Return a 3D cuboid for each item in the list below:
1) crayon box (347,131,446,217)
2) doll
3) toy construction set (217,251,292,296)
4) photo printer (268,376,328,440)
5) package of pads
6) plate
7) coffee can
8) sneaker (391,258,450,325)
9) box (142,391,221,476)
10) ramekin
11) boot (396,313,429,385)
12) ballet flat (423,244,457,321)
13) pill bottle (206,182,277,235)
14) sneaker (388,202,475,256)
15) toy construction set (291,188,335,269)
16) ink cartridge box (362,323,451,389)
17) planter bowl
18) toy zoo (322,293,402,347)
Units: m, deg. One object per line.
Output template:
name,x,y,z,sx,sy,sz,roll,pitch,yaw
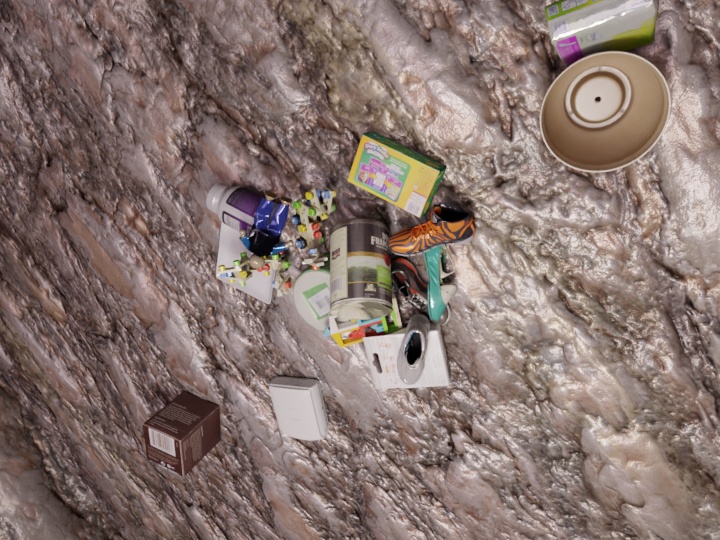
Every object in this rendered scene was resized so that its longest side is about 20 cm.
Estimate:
crayon box,0.080,-0.221,1.184,0.200,0.058,0.119,29,121,13
doll,-0.229,-0.090,1.286,0.136,0.048,0.200,17,113,-19
toy construction set,-0.261,0.000,1.373,0.200,0.131,0.092,14,117,19
photo printer,-0.186,0.429,1.592,0.166,0.069,0.200,0,111,27
package of pads,0.402,-0.404,0.855,0.154,0.200,0.068,-11,91,30
plate,-0.320,-0.028,1.488,0.200,0.032,0.200,24,121,16
coffee can,0.000,0.000,1.213,0.146,0.146,0.200,-14,66,31
sneaker,0.134,0.065,1.265,0.200,0.082,0.077,46,124,2
box,-0.609,0.558,1.786,0.166,0.200,0.164,15,117,21
ramekin,-0.080,0.063,1.364,0.200,0.098,0.200,10,115,23
boot,0.122,0.209,1.259,0.073,0.096,0.200,10,113,12
ballet flat,0.188,0.019,1.206,0.070,0.067,0.200,-6,90,26
pill bottle,-0.305,-0.156,1.377,0.200,0.111,0.112,28,121,14
sneaker,0.150,-0.098,1.149,0.200,0.078,0.112,-14,149,11
toy construction set,-0.115,-0.104,1.299,0.131,0.092,0.200,6,95,45
ink cartridge box,0.122,0.225,1.343,0.200,0.050,0.161,-7,108,20
planter bowl,0.427,-0.293,0.922,0.200,0.135,0.200,10,123,16
toy zoo,0.001,0.132,1.309,0.200,0.020,0.131,-17,135,0
